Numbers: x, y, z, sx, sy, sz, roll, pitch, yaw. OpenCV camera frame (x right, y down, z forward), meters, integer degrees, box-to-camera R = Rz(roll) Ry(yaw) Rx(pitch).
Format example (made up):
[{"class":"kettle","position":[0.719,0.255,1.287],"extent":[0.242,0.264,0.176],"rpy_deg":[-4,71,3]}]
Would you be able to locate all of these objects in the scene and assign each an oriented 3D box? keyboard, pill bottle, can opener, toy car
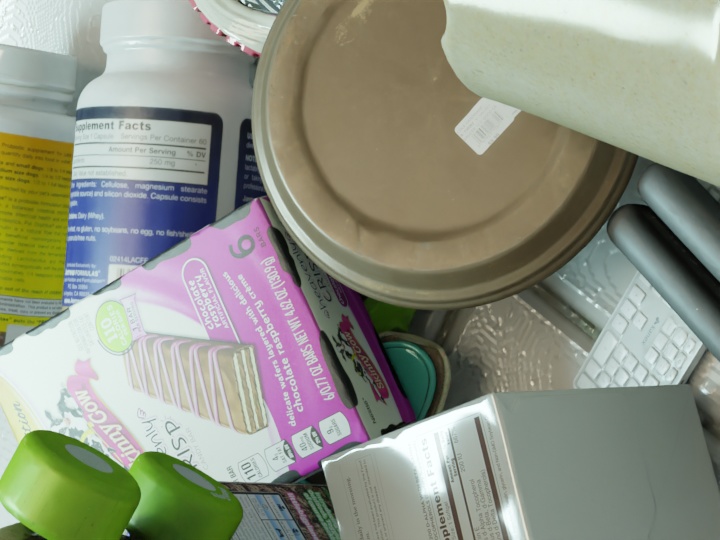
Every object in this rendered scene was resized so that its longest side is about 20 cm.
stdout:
[{"class":"keyboard","position":[0.164,-0.010,0.945],"extent":[0.056,0.011,0.201],"rpy_deg":[45,116,38]},{"class":"pill bottle","position":[-0.234,-0.043,1.275],"extent":[0.109,0.109,0.202],"rpy_deg":[12,94,45]},{"class":"can opener","position":[0.179,0.030,0.885],"extent":[0.053,0.066,0.200],"rpy_deg":[-53,54,26]},{"class":"toy car","position":[-0.076,0.188,0.801],"extent":[0.199,0.158,0.165],"rpy_deg":[32,95,29]},{"class":"pill bottle","position":[-0.110,-0.051,1.149],"extent":[0.115,0.115,0.202],"rpy_deg":[2,87,45]}]

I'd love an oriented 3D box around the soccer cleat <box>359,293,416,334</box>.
[{"class":"soccer cleat","position":[0.000,0.000,1.077],"extent":[0.200,0.067,0.081],"rpy_deg":[-52,43,20]}]

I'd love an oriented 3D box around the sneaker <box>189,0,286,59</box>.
[{"class":"sneaker","position":[-0.018,-0.137,1.055],"extent":[0.200,0.080,0.075],"rpy_deg":[36,106,39]}]

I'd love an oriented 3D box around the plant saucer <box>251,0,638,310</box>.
[{"class":"plant saucer","position":[0.038,-0.082,0.952],"extent":[0.198,0.029,0.202],"rpy_deg":[-2,82,16]}]

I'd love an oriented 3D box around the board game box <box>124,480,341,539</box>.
[{"class":"board game box","position":[-0.015,0.195,0.968],"extent":[0.097,0.199,0.160],"rpy_deg":[-52,53,25]}]

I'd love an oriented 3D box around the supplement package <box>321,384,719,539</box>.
[{"class":"supplement package","position":[0.091,0.164,0.892],"extent":[0.110,0.155,0.202],"rpy_deg":[-24,73,39]}]

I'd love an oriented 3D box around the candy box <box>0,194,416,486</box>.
[{"class":"candy box","position":[-0.088,0.062,1.038],"extent":[0.199,0.061,0.137],"rpy_deg":[-29,83,27]}]

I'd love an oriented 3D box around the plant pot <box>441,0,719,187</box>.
[{"class":"plant pot","position":[0.138,-0.121,0.823],"extent":[0.182,0.200,0.202],"rpy_deg":[15,97,31]}]

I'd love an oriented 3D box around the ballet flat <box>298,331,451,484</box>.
[{"class":"ballet flat","position":[-0.013,0.105,1.073],"extent":[0.067,0.062,0.200],"rpy_deg":[45,113,14]}]
